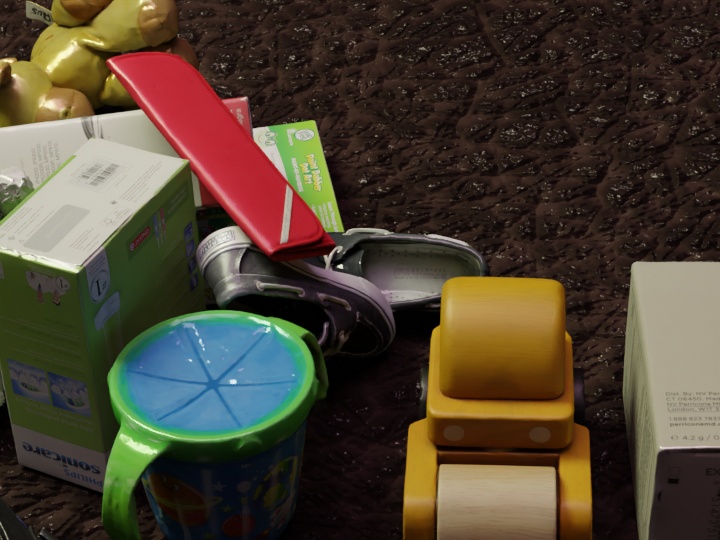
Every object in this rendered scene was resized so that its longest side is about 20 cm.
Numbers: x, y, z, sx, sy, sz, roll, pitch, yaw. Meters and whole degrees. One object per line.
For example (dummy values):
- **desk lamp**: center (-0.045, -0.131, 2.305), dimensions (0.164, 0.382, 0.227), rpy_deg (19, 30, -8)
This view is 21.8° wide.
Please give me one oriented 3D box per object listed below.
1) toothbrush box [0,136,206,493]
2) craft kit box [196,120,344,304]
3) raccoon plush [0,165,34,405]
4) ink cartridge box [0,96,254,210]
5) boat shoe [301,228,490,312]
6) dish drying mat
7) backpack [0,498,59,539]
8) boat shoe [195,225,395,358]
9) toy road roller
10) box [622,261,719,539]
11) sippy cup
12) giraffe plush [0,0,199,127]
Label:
- **toothbrush box**: center (-0.181, 0.031, 1.315), dimensions (0.086, 0.200, 0.146), rpy_deg (14, 40, 23)
- **craft kit box**: center (-0.119, -0.047, 1.552), dimensions (0.197, 0.049, 0.200), rpy_deg (-9, 37, -4)
- **raccoon plush**: center (-0.285, 0.027, 1.325), dimensions (0.097, 0.200, 0.134), rpy_deg (20, 52, 25)
- **ink cartridge box**: center (-0.185, -0.080, 1.445), dimensions (0.200, 0.083, 0.147), rpy_deg (-8, 3, -9)
- **boat shoe**: center (0.000, 0.000, 1.438), dimensions (0.200, 0.060, 0.076), rpy_deg (-5, 81, -4)
- **dish drying mat**: center (-0.098, -0.084, 1.331), dimensions (0.077, 0.018, 0.200), rpy_deg (-11, 55, -50)
- **backpack**: center (-0.237, 0.218, 1.092), dimensions (0.147, 0.183, 0.200), rpy_deg (-37, 45, -6)
- **boat shoe**: center (-0.038, 0.034, 1.348), dimensions (0.072, 0.200, 0.068), rpy_deg (-34, 53, 19)
- **toy road roller**: center (0.093, 0.094, 1.260), dimensions (0.123, 0.146, 0.200), rpy_deg (0, 37, 4)
- **box**: center (0.240, 0.101, 1.258), dimensions (0.109, 0.128, 0.200), rpy_deg (0, 37, 3)
- **sippy cup**: center (-0.094, 0.117, 1.253), dimensions (0.178, 0.130, 0.140), rpy_deg (-12, 38, -13)
- **giraffe plush**: center (-0.262, -0.164, 1.635), dimensions (0.200, 0.173, 0.162), rpy_deg (11, 45, 31)
